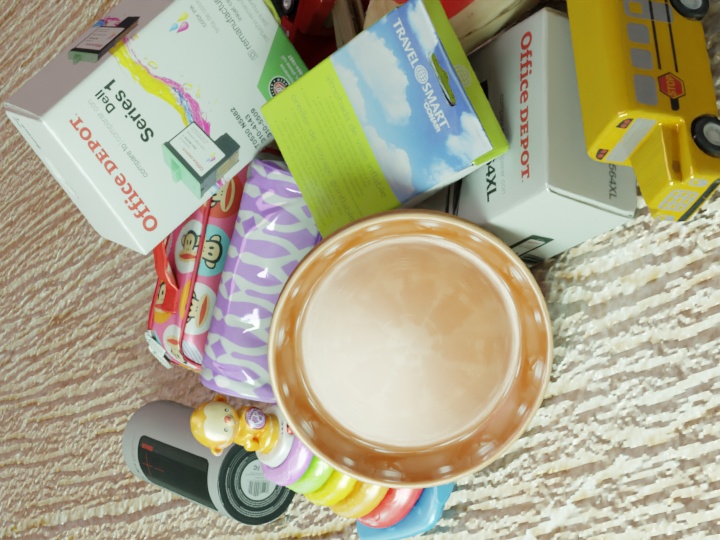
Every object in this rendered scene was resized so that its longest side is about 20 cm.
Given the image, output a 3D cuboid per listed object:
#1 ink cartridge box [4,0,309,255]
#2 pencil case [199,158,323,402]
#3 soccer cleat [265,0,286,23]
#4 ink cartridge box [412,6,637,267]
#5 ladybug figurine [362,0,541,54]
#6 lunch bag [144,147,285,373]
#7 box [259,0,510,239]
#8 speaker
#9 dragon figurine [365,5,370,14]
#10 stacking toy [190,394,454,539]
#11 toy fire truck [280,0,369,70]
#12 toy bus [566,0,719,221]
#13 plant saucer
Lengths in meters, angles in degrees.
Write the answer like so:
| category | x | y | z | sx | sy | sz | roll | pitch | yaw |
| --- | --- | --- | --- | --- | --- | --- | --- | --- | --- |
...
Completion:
| category | x | y | z | sx | sy | sz | roll | pitch | yaw |
| --- | --- | --- | --- | --- | --- | --- | --- | --- | --- |
| ink cartridge box | -0.151 | -0.132 | 1.355 | 0.200 | 0.145 | 0.084 | -43 | 31 | -15 |
| pencil case | -0.067 | 0.011 | 1.374 | 0.085 | 0.084 | 0.201 | 18 | 101 | 34 |
| soccer cleat | -0.076 | -0.260 | 1.645 | 0.068 | 0.081 | 0.201 | -45 | 62 | 57 |
| ink cartridge box | 0.103 | -0.081 | 1.268 | 0.200 | 0.084 | 0.146 | -29 | 53 | 50 |
| ladybug figurine | 0.080 | -0.207 | 1.291 | 0.200 | 0.072 | 0.136 | -36 | 7 | -10 |
| lunch bag | -0.097 | -0.006 | 1.458 | 0.082 | 0.176 | 0.201 | 8 | 83 | 58 |
| box | 0.020 | -0.105 | 1.232 | 0.200 | 0.048 | 0.122 | -29 | 86 | 49 |
| speaker | -0.135 | 0.166 | 1.537 | 0.200 | 0.081 | 0.081 | 10 | 85 | 58 |
| dragon figurine | 0.018 | -0.182 | 1.467 | 0.099 | 0.059 | 0.201 | -33 | 51 | 47 |
| stacking toy | -0.036 | 0.126 | 1.284 | 0.110 | 0.200 | 0.116 | -25 | 55 | 51 |
| toy fire truck | -0.013 | -0.199 | 1.404 | 0.141 | 0.049 | 0.201 | 47 | 128 | 51 |
| toy bus | 0.187 | -0.134 | 1.152 | 0.065 | 0.078 | 0.201 | 125 | 147 | -56 |
| plant saucer | 0.034 | 0.054 | 1.222 | 0.032 | 0.200 | 0.201 | -103 | 36 | -74 |
